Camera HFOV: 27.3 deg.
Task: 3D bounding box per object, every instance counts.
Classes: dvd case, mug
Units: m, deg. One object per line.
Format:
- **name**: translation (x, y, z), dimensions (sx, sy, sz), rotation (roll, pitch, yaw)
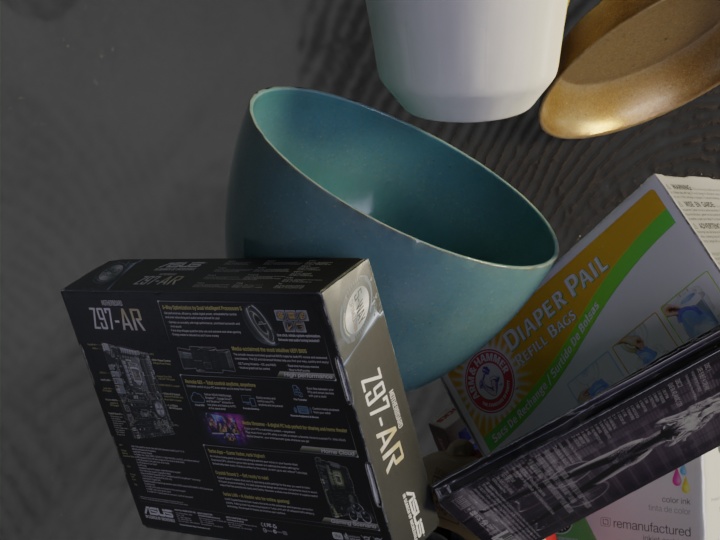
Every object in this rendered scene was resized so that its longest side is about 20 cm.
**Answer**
- **dvd case**: translation (0.148, 0.098, 0.842), dimensions (0.198, 0.016, 0.149), rotation (-29, 151, 7)
- **mug**: translation (0.082, -0.179, 0.916), dimensions (0.184, 0.149, 0.155), rotation (-10, 112, -21)

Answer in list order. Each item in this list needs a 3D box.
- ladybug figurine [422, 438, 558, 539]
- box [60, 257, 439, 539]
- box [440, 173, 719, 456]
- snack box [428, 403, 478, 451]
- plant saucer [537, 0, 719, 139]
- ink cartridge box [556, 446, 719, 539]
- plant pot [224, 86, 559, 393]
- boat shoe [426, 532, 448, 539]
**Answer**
- **ladybug figurine**: translation (0.085, 0.202, 0.989), dimensions (0.072, 0.135, 0.203), rotation (-25, 118, -40)
- **box**: translation (-0.064, 0.075, 0.824), dimensions (0.043, 0.198, 0.162), rotation (-36, 117, -46)
- **box**: translation (0.161, 0.045, 0.900), dimensions (0.112, 0.102, 0.200), rotation (-1, 144, -49)
- **snack box**: translation (0.112, 0.175, 1.065), dimensions (0.072, 0.024, 0.202), rotation (-33, 115, -25)
- **plant saucer**: translation (0.203, -0.157, 0.995), dimensions (0.198, 0.200, 0.036), rotation (-12, 69, -31)
- **ink cartridge box**: translation (0.187, 0.098, 1.008), dimensions (0.087, 0.144, 0.203), rotation (-1, 91, -51)
- **plant pot**: translation (0.000, 0.000, 0.877), dimensions (0.198, 0.200, 0.136), rotation (11, 115, -34)
- **boat shoe**: translation (0.029, 0.191, 0.933), dimensions (0.066, 0.074, 0.202), rotation (-24, 109, 2)
